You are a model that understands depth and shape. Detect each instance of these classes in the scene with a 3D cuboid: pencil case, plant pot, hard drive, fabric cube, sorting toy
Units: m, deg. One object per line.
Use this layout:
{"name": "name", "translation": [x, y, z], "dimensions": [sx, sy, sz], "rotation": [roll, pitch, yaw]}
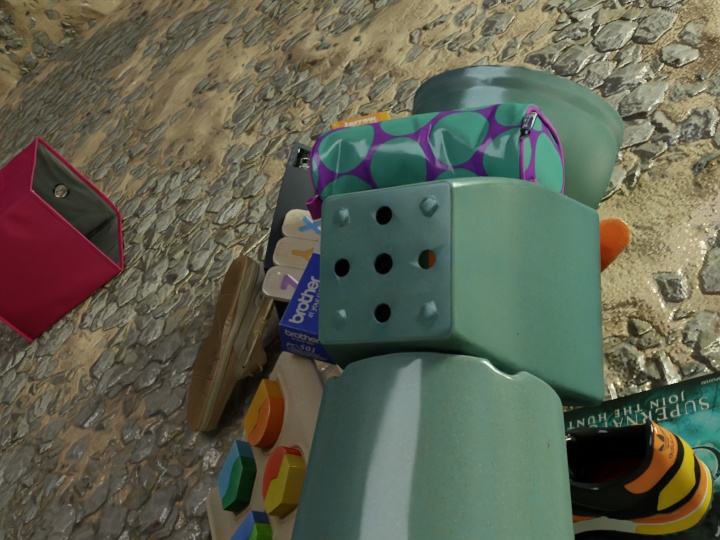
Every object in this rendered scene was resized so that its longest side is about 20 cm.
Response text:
{"name": "pencil case", "translation": [0.058, -0.082, 0.741], "dimensions": [0.198, 0.085, 0.093], "rotation": [-3, 45, 30]}
{"name": "plant pot", "translation": [0.040, 0.164, 0.518], "dimensions": [0.199, 0.200, 0.198], "rotation": [-14, 56, 35]}
{"name": "hard drive", "translation": [-0.065, -0.037, 1.046], "dimensions": [0.042, 0.136, 0.201], "rotation": [0, 47, 10]}
{"name": "plant pot", "translation": [0.063, 0.014, 0.601], "dimensions": [0.140, 0.199, 0.143], "rotation": [-5, 78, 29]}
{"name": "fabric cube", "translation": [-0.522, -0.051, 1.472], "dimensions": [0.199, 0.196, 0.201], "rotation": [-38, 34, 10]}
{"name": "plant pot", "translation": [0.132, -0.078, 0.846], "dimensions": [0.199, 0.199, 0.136], "rotation": [-1, 69, 45]}
{"name": "sorting toy", "translation": [-0.087, 0.191, 0.830], "dimensions": [0.201, 0.036, 0.185], "rotation": [-60, 28, 19]}

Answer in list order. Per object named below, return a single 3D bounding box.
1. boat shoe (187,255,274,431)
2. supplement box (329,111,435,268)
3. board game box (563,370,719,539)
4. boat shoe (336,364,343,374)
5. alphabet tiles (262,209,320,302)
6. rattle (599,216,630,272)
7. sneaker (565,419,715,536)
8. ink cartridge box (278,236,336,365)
{"name": "boat shoe", "translation": [-0.135, 0.088, 1.025], "dimensions": [0.074, 0.069, 0.202], "rotation": [8, 78, 61]}
{"name": "supplement box", "translation": [0.019, -0.062, 0.862], "dimensions": [0.066, 0.069, 0.201], "rotation": [-14, 46, -3]}
{"name": "board game box", "translation": [0.195, 0.150, 0.649], "dimensions": [0.199, 0.028, 0.136], "rotation": [-22, 38, 29]}
{"name": "boat shoe", "translation": [0.024, 0.095, 0.770], "dimensions": [0.064, 0.204, 0.074], "rotation": [8, 13, 42]}
{"name": "alphabet tiles", "translation": [0.006, -0.007, 0.932], "dimensions": [0.193, 0.015, 0.201], "rotation": [10, 51, 6]}
{"name": "rattle", "translation": [0.124, 0.056, 0.717], "dimensions": [0.199, 0.130, 0.143], "rotation": [-31, 20, 45]}
{"name": "sneaker", "translation": [0.128, 0.141, 0.620], "dimensions": [0.199, 0.090, 0.070], "rotation": [-20, 40, 31]}
{"name": "ink cartridge box", "translation": [0.000, 0.000, 0.888], "dimensions": [0.093, 0.044, 0.201], "rotation": [14, 52, 11]}
